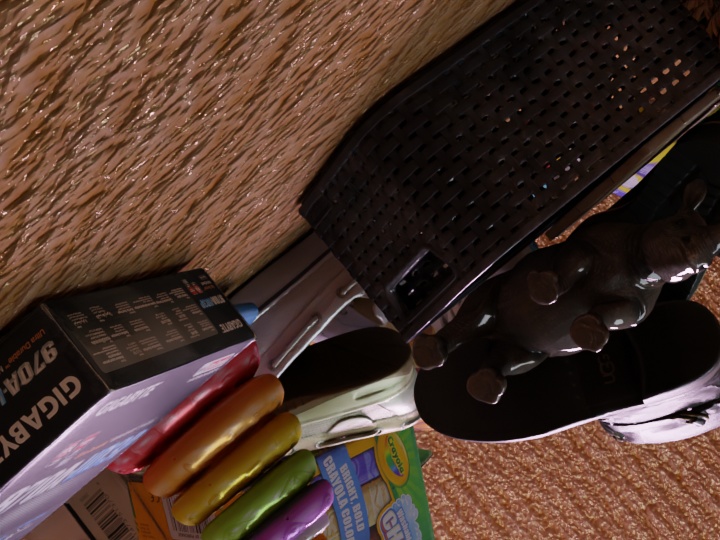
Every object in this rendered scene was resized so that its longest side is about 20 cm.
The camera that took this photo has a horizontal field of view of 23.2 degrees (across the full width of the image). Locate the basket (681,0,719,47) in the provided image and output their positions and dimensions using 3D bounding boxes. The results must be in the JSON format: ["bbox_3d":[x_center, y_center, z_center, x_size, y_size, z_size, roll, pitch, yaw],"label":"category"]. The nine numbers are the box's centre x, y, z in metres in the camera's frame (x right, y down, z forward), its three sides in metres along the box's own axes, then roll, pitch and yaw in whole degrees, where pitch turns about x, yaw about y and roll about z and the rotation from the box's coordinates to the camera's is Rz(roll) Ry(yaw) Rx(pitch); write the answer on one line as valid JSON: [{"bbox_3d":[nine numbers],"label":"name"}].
[{"bbox_3d":[0.316,-0.207,1.136,0.200,0.149,0.143,-38,175,-10],"label":"basket"}]

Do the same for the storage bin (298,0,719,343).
[{"bbox_3d":[0.080,-0.068,0.908,0.200,0.094,0.135,-37,175,-28],"label":"storage bin"}]

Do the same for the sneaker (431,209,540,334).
[{"bbox_3d":[0.076,0.017,1.054,0.081,0.077,0.200,-24,141,-1],"label":"sneaker"}]

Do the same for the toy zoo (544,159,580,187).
[{"bbox_3d":[0.114,-0.066,1.156,0.200,0.020,0.131,-51,159,-38],"label":"toy zoo"}]

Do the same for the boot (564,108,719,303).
[{"bbox_3d":[0.206,-0.048,1.042,0.138,0.077,0.200,-43,179,-34],"label":"boot"}]

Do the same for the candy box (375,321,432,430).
[{"bbox_3d":[0.063,0.075,1.242,0.115,0.056,0.200,-2,167,-4],"label":"candy box"}]

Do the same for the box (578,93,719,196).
[{"bbox_3d":[0.242,-0.076,1.167,0.200,0.117,0.049,-24,-134,68],"label":"box"}]

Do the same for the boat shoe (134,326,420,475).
[{"bbox_3d":[-0.060,0.094,1.087,0.200,0.063,0.073,-18,-143,-3],"label":"boat shoe"}]

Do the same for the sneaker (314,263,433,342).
[{"bbox_3d":[0.021,0.012,1.271,0.200,0.075,0.087,-16,153,40],"label":"sneaker"}]

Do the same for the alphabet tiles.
[{"bbox_3d":[0.184,-0.086,0.953,0.200,0.008,0.167,-37,175,-36],"label":"alphabet tiles"}]

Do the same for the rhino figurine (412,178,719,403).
[{"bbox_3d":[0.124,0.007,0.918,0.200,0.060,0.087,-29,-177,39],"label":"rhino figurine"}]

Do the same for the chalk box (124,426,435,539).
[{"bbox_3d":[-0.034,0.164,1.164,0.125,0.125,0.200,-1,-166,44],"label":"chalk box"}]

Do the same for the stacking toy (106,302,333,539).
[{"bbox_3d":[-0.057,0.123,0.963,0.116,0.200,0.110,-40,176,12],"label":"stacking toy"}]

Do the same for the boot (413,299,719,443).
[{"bbox_3d":[0.146,0.079,1.059,0.199,0.070,0.174,-10,161,14],"label":"boot"}]

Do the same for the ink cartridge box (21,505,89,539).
[{"bbox_3d":[-0.158,0.197,1.336,0.200,0.125,0.129,-37,175,-40],"label":"ink cartridge box"}]

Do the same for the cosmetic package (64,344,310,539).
[{"bbox_3d":[-0.107,0.130,1.263,0.200,0.104,0.087,-34,174,-41],"label":"cosmetic package"}]

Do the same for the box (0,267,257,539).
[{"bbox_3d":[-0.140,0.071,0.751,0.159,0.046,0.200,-41,175,12],"label":"box"}]

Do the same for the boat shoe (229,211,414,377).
[{"bbox_3d":[0.000,0.000,1.057,0.200,0.070,0.071,-39,175,-9],"label":"boat shoe"}]
